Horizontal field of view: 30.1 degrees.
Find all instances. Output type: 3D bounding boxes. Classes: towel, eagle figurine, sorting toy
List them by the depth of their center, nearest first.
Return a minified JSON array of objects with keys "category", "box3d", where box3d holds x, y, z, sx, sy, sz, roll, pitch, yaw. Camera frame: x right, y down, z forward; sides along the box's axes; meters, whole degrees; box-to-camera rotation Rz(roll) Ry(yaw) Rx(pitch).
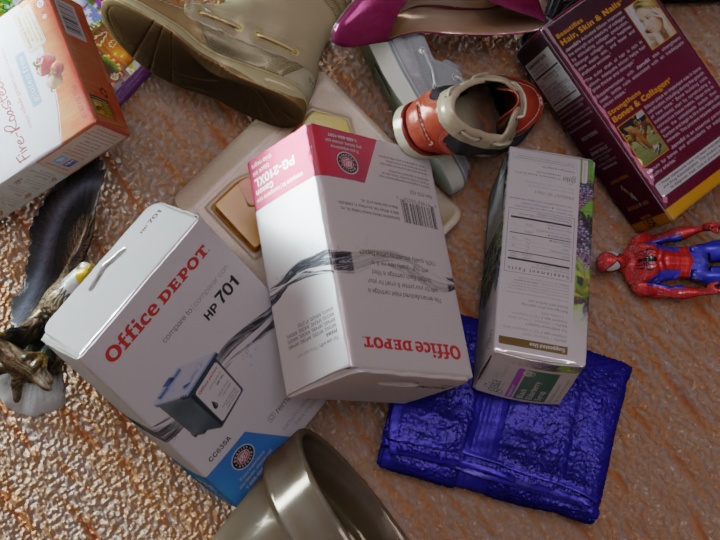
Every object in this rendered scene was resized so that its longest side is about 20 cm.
[{"category":"eagle figurine","box3d":[-0.237,0.019,1.128,0.200,0.149,0.153,-53,127,-42]},{"category":"towel","box3d":[0.124,0.121,1.142,0.197,0.050,0.149,15,76,1]},{"category":"sorting toy","box3d":[-0.037,-0.058,1.187,0.200,0.037,0.185,44,78,9]}]

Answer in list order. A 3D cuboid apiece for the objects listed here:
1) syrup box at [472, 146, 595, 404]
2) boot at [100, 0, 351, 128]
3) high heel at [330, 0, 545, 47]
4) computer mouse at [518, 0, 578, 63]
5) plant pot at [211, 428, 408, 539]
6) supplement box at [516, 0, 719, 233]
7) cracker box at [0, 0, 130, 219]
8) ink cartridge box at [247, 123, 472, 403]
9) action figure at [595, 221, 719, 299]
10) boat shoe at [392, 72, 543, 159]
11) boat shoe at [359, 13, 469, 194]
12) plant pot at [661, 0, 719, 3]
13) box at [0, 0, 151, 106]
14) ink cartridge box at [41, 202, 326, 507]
[{"category":"syrup box","box3d":[0.148,0.003,1.135,0.080,0.079,0.202,9,61,-4]},{"category":"boot","box3d":[-0.115,-0.234,1.193,0.198,0.073,0.157,25,62,-5]},{"category":"high heel","box3d":[0.070,-0.217,1.166,0.199,0.068,0.096,-28,71,-34]},{"category":"computer mouse","box3d":[0.119,-0.288,1.252,0.199,0.044,0.110,40,78,7]},{"category":"plant pot","box3d":[-0.052,0.255,1.041,0.173,0.200,0.201,-38,80,6]},{"category":"supplement box","box3d":[0.244,-0.149,1.184,0.110,0.086,0.201,-35,90,-12]},{"category":"cracker box","box3d":[-0.306,-0.127,1.136,0.199,0.058,0.135,-30,72,18]},{"category":"ink cartridge box","box3d":[0.000,0.000,1.076,0.144,0.084,0.203,8,64,-45]},{"category":"action figure","box3d":[0.307,-0.007,1.188,0.197,0.052,0.066,-1,79,-1]},{"category":"boat shoe","box3d":[0.108,-0.137,1.151,0.199,0.062,0.072,-17,87,-51]},{"category":"boat shoe","box3d":[0.059,-0.168,1.204,0.071,0.070,0.203,-25,75,-6]},{"category":"plant pot","box3d":[0.317,-0.353,1.214,0.175,0.200,0.202,-20,77,4]},{"category":"box","box3d":[-0.287,-0.222,1.216,0.199,0.039,0.137,40,76,7]},{"category":"ink cartridge box","box3d":[-0.130,0.068,1.073,0.147,0.086,0.200,-50,123,-14]}]
